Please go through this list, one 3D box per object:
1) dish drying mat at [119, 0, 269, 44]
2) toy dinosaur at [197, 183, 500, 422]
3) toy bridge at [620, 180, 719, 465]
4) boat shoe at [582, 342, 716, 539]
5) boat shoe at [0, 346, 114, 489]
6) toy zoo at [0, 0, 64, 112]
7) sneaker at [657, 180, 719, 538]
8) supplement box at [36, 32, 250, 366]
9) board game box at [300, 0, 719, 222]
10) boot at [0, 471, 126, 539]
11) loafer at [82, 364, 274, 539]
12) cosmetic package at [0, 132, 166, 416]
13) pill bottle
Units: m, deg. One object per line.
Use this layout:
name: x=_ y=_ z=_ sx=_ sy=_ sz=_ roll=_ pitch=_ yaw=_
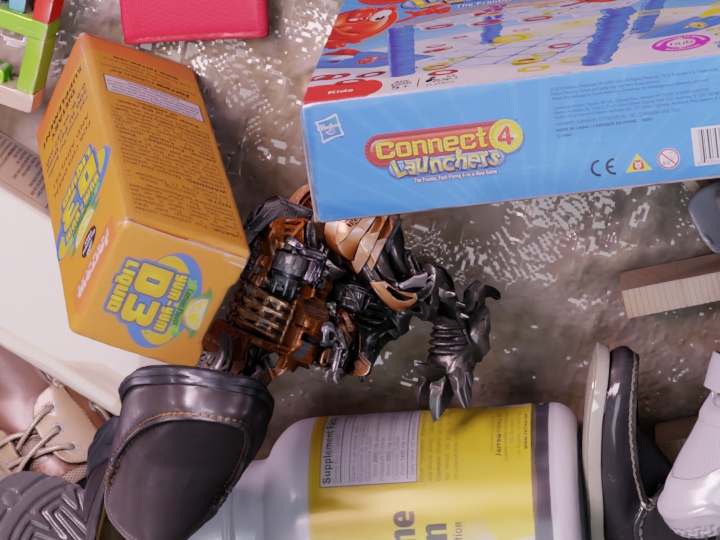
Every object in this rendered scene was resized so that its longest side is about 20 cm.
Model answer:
dish drying mat: x=-0.090 y=-0.209 z=1.222 sx=0.076 sy=0.018 sz=0.202 roll=-2 pitch=112 yaw=9
toy dinosaur: x=0.000 y=0.000 z=1.228 sx=0.200 sy=0.102 sz=0.136 roll=-39 pitch=126 yaw=3
toy bridge: x=0.165 y=0.007 z=1.273 sx=0.067 sy=0.027 sz=0.201 roll=-12 pitch=111 yaw=10
boat shoe: x=0.147 y=0.121 z=1.285 sx=0.067 sy=0.072 sz=0.201 roll=-5 pitch=120 yaw=9
boat shoe: x=-0.153 y=0.090 z=1.315 sx=0.076 sy=0.072 sz=0.200 roll=-41 pitch=102 yaw=19
toy zoo: x=-0.197 y=-0.191 z=1.230 sx=0.130 sy=0.020 sz=0.201 roll=19 pitch=112 yaw=7
sneaker: x=0.190 y=0.026 z=1.222 sx=0.115 sy=0.075 sz=0.200 roll=44 pitch=82 yaw=-18
supplement box: x=-0.105 y=-0.037 z=1.188 sx=0.068 sy=0.200 sz=0.067 roll=18 pitch=114 yaw=-23
board game box: x=0.082 y=-0.090 z=1.153 sx=0.198 sy=0.196 sz=0.056 roll=-7 pitch=110 yaw=8
boot: x=-0.150 y=0.200 z=1.325 sx=0.165 sy=0.066 sz=0.200 roll=39 pitch=148 yaw=0
loafer: x=-0.086 y=0.096 z=1.166 sx=0.072 sy=0.200 sz=0.073 roll=12 pitch=68 yaw=-9
cosmetic package: x=-0.172 y=-0.012 z=1.257 sx=0.199 sy=0.105 sz=0.071 roll=32 pitch=101 yaw=-5
pill bottle: x=0.015 y=0.129 z=1.291 sx=0.198 sy=0.112 sz=0.113 roll=-5 pitch=111 yaw=8
